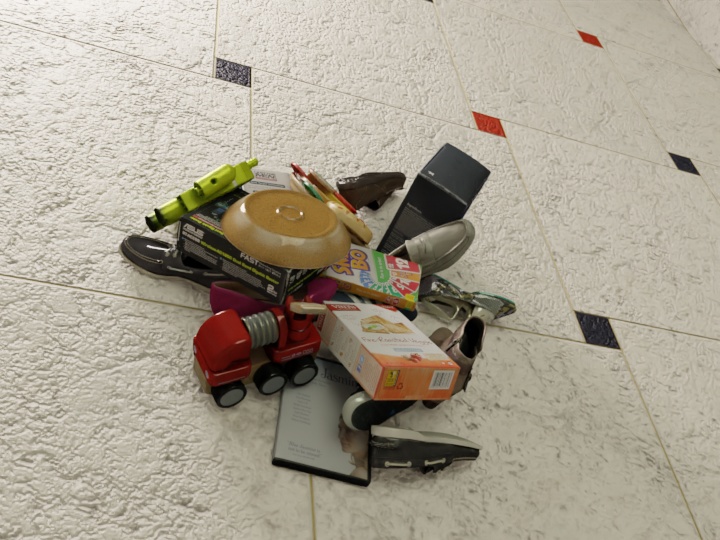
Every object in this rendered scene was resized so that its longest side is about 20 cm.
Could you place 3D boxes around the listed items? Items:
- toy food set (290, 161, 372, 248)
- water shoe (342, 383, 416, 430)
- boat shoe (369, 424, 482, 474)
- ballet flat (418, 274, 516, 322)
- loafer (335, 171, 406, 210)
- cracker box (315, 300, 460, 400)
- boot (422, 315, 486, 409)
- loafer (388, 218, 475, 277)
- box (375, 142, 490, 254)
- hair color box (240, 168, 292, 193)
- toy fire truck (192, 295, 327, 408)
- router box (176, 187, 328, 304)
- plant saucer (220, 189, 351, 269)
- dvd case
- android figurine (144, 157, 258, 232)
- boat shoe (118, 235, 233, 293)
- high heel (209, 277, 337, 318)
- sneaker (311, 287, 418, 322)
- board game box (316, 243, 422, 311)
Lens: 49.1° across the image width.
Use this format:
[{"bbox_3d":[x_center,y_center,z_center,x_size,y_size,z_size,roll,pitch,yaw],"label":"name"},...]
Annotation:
[{"bbox_3d":[-0.051,-0.112,1.393,0.198,0.049,0.200,45,6,6],"label":"toy food set"},{"bbox_3d":[0.020,0.178,1.164,0.079,0.072,0.199,37,22,27],"label":"water shoe"},{"bbox_3d":[0.095,0.263,1.138,0.199,0.074,0.061,16,80,-38],"label":"boat shoe"},{"bbox_3d":[0.182,0.064,1.407,0.199,0.072,0.072,19,40,-10],"label":"ballet flat"},{"bbox_3d":[0.020,-0.154,1.549,0.073,0.072,0.199,4,14,38],"label":"loafer"},{"bbox_3d":[0.035,0.114,1.157,0.133,0.058,0.200,5,21,-32],"label":"cracker box"},{"bbox_3d":[0.152,0.123,1.250,0.070,0.147,0.201,24,40,-7],"label":"boot"},{"bbox_3d":[0.105,-0.026,1.347,0.070,0.199,0.070,25,37,-50],"label":"loafer"},{"bbox_3d":[0.132,-0.107,1.443,0.104,0.201,0.148,34,40,6],"label":"box"},{"bbox_3d":[-0.161,-0.089,1.370,0.099,0.061,0.201,6,45,-25],"label":"hair color box"},{"bbox_3d":[-0.127,0.087,1.076,0.175,0.201,0.129,-12,49,-28],"label":"toy fire truck"},{"bbox_3d":[-0.156,-0.042,1.203,0.199,0.063,0.150,26,31,17],"label":"router box"},{"bbox_3d":[-0.107,-0.073,1.178,0.198,0.036,0.201,11,31,-7],"label":"plant saucer"},{"bbox_3d":[-0.049,0.210,1.147,0.141,0.018,0.201,16,41,-12],"label":"dvd case"},{"bbox_3d":[-0.251,-0.127,1.276,0.199,0.182,0.041,-35,99,-27],"label":"android figurine"},{"bbox_3d":[-0.277,-0.021,1.232,0.198,0.063,0.073,21,41,-7],"label":"boat shoe"},{"bbox_3d":[-0.129,0.029,1.192,0.198,0.097,0.067,-18,36,-14],"label":"high heel"},{"bbox_3d":[0.001,0.076,1.284,0.198,0.075,0.085,8,49,-13],"label":"sneaker"},{"bbox_3d":[0.000,0.000,1.288,0.198,0.030,0.096,15,41,-1],"label":"board game box"}]
